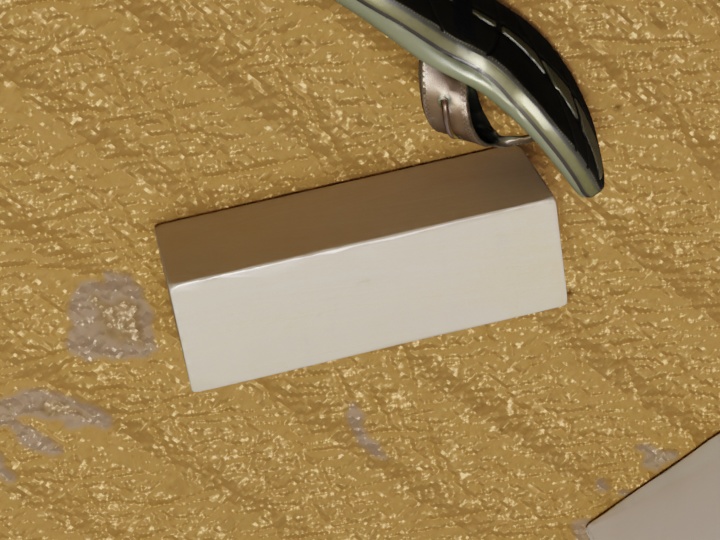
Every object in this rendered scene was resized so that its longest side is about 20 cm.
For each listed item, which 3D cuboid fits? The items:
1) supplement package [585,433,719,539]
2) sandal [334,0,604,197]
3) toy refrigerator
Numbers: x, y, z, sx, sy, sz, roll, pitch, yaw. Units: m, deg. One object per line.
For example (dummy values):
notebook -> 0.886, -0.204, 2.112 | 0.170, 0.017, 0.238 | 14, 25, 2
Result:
supplement package -> 0.262, 0.190, 1.174 | 0.191, 0.200, 0.147 | -35, 118, 6
sandal -> 0.046, -0.104, 1.066 | 0.201, 0.080, 0.057 | 35, 121, -18
toy refrigerator -> 0.000, 0.000, 1.098 | 0.199, 0.076, 0.070 | -14, 117, -6
